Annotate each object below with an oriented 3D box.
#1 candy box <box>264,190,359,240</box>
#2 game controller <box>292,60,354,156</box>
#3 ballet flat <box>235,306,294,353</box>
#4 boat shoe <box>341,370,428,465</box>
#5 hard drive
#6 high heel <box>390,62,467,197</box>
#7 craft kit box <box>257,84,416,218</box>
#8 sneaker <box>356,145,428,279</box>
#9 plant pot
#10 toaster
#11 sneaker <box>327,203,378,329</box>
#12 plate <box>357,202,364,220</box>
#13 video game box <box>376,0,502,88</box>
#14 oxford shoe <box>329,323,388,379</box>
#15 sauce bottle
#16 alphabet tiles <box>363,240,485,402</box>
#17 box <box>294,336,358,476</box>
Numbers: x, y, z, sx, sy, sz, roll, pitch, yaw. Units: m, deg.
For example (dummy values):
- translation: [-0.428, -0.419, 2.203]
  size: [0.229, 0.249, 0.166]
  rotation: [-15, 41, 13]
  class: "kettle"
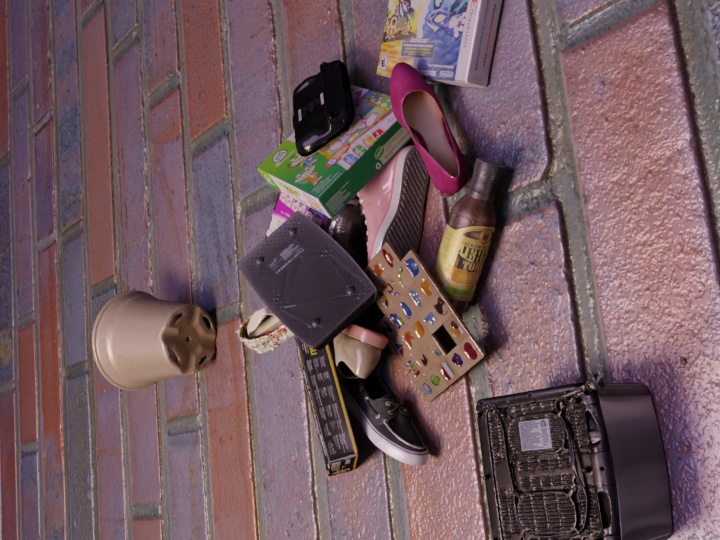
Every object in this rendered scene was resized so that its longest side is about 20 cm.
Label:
- translation: [-0.087, -0.048, 1.400]
  size: [0.136, 0.061, 0.202]
  rotation: [39, 117, 43]
  class: "candy box"
- translation: [-0.059, -0.248, 1.344]
  size: [0.104, 0.042, 0.201]
  rotation: [-40, 31, 23]
  class: "game controller"
- translation: [-0.112, 0.062, 1.328]
  size: [0.200, 0.064, 0.076]
  rotation: [-41, 49, 29]
  class: "ballet flat"
- translation: [0.034, 0.203, 1.276]
  size: [0.200, 0.068, 0.057]
  rotation: [41, 118, 48]
  class: "boat shoe"
- translation: [-0.075, 0.016, 1.267]
  size: [0.135, 0.042, 0.200]
  rotation: [-42, 55, -6]
  class: "hard drive"
- translation: [0.089, -0.195, 1.182]
  size: [0.096, 0.067, 0.202]
  rotation: [105, 149, -82]
  class: "high heel"
- translation: [-0.031, -0.182, 1.307]
  size: [0.200, 0.049, 0.197]
  rotation: [-46, 33, -11]
  class: "craft kit box"
- translation: [0.033, -0.083, 1.289]
  size: [0.104, 0.075, 0.202]
  rotation: [12, 89, 47]
  class: "sneaker"
- translation: [-0.388, 0.137, 1.738]
  size: [0.182, 0.199, 0.203]
  rotation: [-4, 84, 40]
  class: "plant pot"
- translation: [0.234, 0.215, 0.978]
  size: [0.199, 0.118, 0.183]
  rotation: [-21, 72, 49]
  class: "toaster"
- translation: [0.000, 0.000, 1.323]
  size: [0.090, 0.066, 0.202]
  rotation: [21, 121, 40]
  class: "sneaker"
- translation: [-0.069, -0.053, 1.452]
  size: [0.199, 0.032, 0.202]
  rotation: [42, 119, 45]
  class: "plate"
- translation: [0.111, -0.355, 1.236]
  size: [0.199, 0.046, 0.184]
  rotation: [20, 100, 50]
  class: "video game box"
- translation: [-0.022, 0.118, 1.306]
  size: [0.200, 0.070, 0.075]
  rotation: [169, 122, -76]
  class: "oxford shoe"
- translation: [0.139, -0.045, 1.161]
  size: [0.065, 0.064, 0.202]
  rotation: [34, 115, 47]
  class: "sauce bottle"
- translation: [0.072, 0.065, 1.203]
  size: [0.201, 0.008, 0.167]
  rotation: [56, 146, 13]
  class: "alphabet tiles"
- translation: [-0.052, 0.196, 1.329]
  size: [0.160, 0.049, 0.202]
  rotation: [100, 155, -69]
  class: "box"
